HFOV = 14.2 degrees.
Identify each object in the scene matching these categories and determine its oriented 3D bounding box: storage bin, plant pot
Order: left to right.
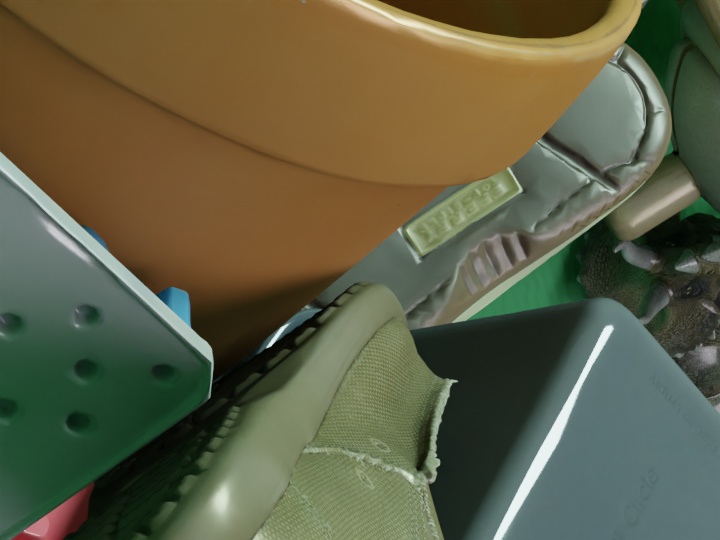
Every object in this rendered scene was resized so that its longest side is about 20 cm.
[{"bbox_3d":[-0.055,-0.062,0.660,0.199,0.200,0.140,1,133,-48],"label":"plant pot"},{"bbox_3d":[0.017,0.106,0.717,0.146,0.134,0.200,47,53,-21],"label":"storage bin"}]

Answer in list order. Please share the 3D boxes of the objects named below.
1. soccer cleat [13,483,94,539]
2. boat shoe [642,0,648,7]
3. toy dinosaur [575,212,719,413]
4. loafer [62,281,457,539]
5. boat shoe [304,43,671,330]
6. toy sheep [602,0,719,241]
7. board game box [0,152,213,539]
[{"bbox_3d":[-0.117,0.093,0.750,0.076,0.067,0.200,-42,167,35],"label":"soccer cleat"},{"bbox_3d":[0.113,-0.155,0.862,0.060,0.072,0.203,30,90,-49],"label":"boat shoe"},{"bbox_3d":[0.122,0.028,1.025,0.102,0.077,0.201,-19,142,-13],"label":"toy dinosaur"},{"bbox_3d":[-0.017,0.058,0.608,0.076,0.068,0.200,-34,-176,17],"label":"loafer"},{"bbox_3d":[0.000,0.000,0.858,0.199,0.072,0.076,-25,174,-15],"label":"boat shoe"},{"bbox_3d":[0.159,-0.072,0.907,0.199,0.138,0.138,-29,142,6],"label":"toy sheep"},{"bbox_3d":[-0.165,0.008,0.580,0.199,0.026,0.200,-35,121,20],"label":"board game box"}]
